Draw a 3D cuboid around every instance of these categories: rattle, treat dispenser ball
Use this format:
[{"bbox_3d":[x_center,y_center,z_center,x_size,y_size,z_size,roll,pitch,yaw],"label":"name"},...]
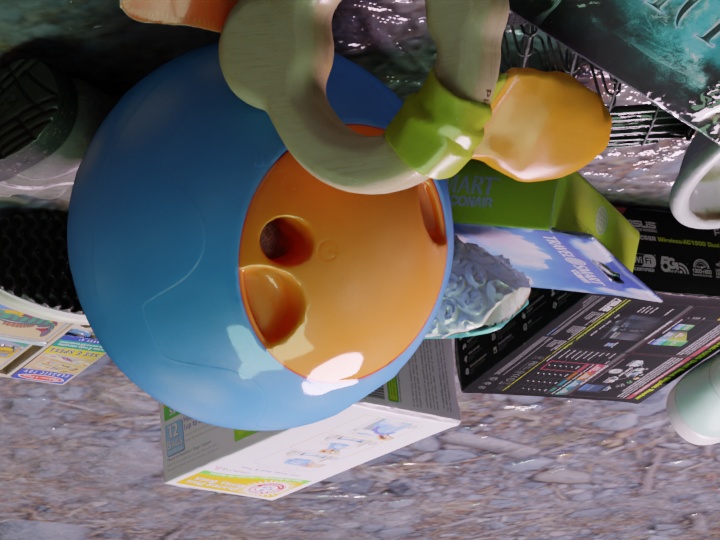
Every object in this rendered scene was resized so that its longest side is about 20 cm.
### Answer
[{"bbox_3d":[0.004,-0.112,1.086,0.199,0.131,0.142,15,-156,37],"label":"rattle"},{"bbox_3d":[-0.051,-0.019,1.166,0.199,0.202,0.201,-5,157,-2],"label":"treat dispenser ball"}]

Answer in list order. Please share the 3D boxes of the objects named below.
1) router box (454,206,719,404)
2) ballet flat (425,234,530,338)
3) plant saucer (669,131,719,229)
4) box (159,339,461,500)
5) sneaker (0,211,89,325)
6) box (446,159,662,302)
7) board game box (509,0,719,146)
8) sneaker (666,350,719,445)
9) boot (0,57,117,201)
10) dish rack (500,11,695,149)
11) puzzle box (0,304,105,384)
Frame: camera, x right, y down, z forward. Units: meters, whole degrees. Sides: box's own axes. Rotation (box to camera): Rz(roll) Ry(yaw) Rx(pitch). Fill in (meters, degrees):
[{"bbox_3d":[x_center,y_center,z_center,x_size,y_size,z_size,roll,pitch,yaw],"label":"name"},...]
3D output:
[{"bbox_3d":[0.173,0.026,1.533,0.149,0.063,0.200,6,155,-25],"label":"router box"},{"bbox_3d":[0.000,0.000,1.286,0.199,0.072,0.072,1,165,37],"label":"ballet flat"},{"bbox_3d":[0.254,-0.092,1.250,0.199,0.050,0.200,-22,162,-8],"label":"plant saucer"},{"bbox_3d":[-0.040,0.074,1.534,0.101,0.113,0.199,13,151,-40],"label":"box"},{"bbox_3d":[-0.162,0.019,1.429,0.199,0.071,0.093,5,150,-29],"label":"sneaker"},{"bbox_3d":[0.071,-0.028,1.324,0.199,0.048,0.122,6,165,30],"label":"box"},{"bbox_3d":[0.162,-0.141,1.076,0.199,0.028,0.135,28,127,-29],"label":"board game box"},{"bbox_3d":[0.322,0.061,1.584,0.199,0.074,0.118,-19,165,-30],"label":"sneaker"},{"bbox_3d":[-0.193,-0.053,1.269,0.199,0.068,0.130,-19,159,33],"label":"boot"},{"bbox_3d":[0.122,-0.118,1.198,0.152,0.055,0.200,-2,159,-3],"label":"dish rack"},{"bbox_3d":[-0.257,0.032,1.501,0.199,0.026,0.133,10,154,-32],"label":"puzzle box"}]
